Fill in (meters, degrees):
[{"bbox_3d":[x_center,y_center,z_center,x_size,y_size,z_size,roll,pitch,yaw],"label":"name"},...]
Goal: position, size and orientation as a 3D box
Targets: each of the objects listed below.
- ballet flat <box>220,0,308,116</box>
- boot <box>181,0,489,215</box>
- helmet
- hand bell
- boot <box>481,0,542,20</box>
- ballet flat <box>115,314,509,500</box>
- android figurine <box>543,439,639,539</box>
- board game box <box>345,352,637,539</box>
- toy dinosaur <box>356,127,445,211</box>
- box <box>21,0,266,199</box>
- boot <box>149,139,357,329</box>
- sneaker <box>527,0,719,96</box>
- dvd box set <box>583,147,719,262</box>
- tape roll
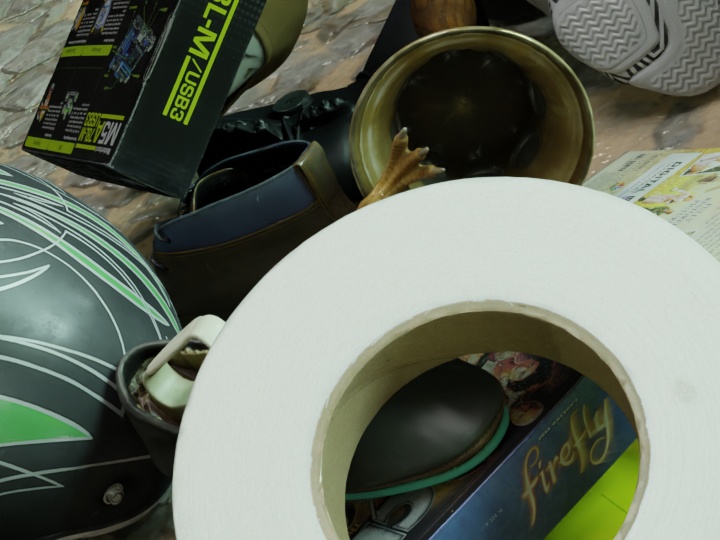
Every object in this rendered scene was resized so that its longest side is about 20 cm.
[{"bbox_3d":[-0.087,-0.107,1.043,0.200,0.069,0.063,-48,17,51],"label":"ballet flat"},{"bbox_3d":[-0.012,-0.094,1.009,0.168,0.076,0.200,-17,33,13],"label":"boot"},{"bbox_3d":[-0.178,0.044,0.823,0.191,0.200,0.200,-35,26,18],"label":"helmet"},{"bbox_3d":[0.044,-0.099,0.880,0.104,0.104,0.200,-21,26,9],"label":"hand bell"},{"bbox_3d":[0.140,-0.233,1.052,0.200,0.138,0.077,-19,30,8],"label":"boot"},{"bbox_3d":[-0.033,0.047,0.700,0.200,0.068,0.068,-11,35,51],"label":"ballet flat"},{"bbox_3d":[0.122,0.095,0.647,0.182,0.041,0.200,-32,28,-12],"label":"android figurine"},{"bbox_3d":[-0.002,0.101,0.684,0.200,0.035,0.135,-44,21,-17],"label":"board game box"},{"bbox_3d":[0.000,0.000,0.768,0.106,0.060,0.200,-48,14,-26],"label":"toy dinosaur"},{"bbox_3d":[-0.097,-0.136,0.945,0.200,0.048,0.193,13,83,67],"label":"box"},{"bbox_3d":[-0.076,-0.011,0.906,0.200,0.097,0.075,-7,34,29],"label":"boot"},{"bbox_3d":[0.114,-0.163,0.978,0.075,0.200,0.115,-57,-10,16],"label":"sneaker"},{"bbox_3d":[0.132,-0.006,0.760,0.146,0.029,0.200,-36,20,-28],"label":"dvd box set"},{"bbox_3d":[0.041,0.065,0.599,0.203,0.037,0.203,-5,63,11],"label":"tape roll"}]
